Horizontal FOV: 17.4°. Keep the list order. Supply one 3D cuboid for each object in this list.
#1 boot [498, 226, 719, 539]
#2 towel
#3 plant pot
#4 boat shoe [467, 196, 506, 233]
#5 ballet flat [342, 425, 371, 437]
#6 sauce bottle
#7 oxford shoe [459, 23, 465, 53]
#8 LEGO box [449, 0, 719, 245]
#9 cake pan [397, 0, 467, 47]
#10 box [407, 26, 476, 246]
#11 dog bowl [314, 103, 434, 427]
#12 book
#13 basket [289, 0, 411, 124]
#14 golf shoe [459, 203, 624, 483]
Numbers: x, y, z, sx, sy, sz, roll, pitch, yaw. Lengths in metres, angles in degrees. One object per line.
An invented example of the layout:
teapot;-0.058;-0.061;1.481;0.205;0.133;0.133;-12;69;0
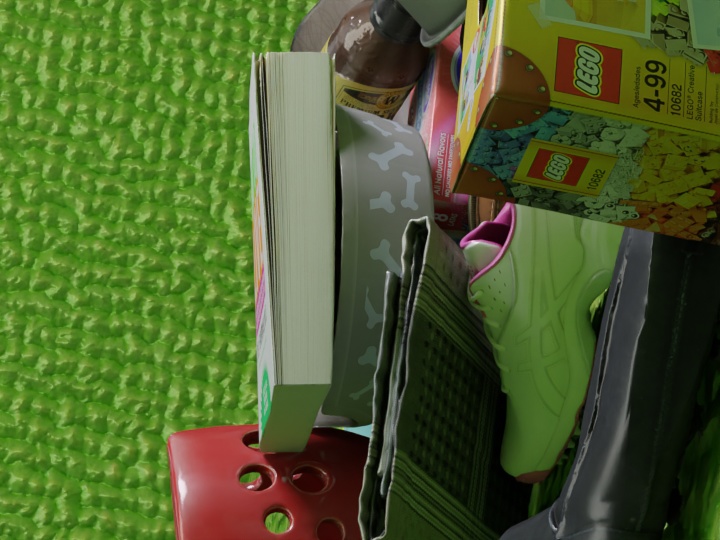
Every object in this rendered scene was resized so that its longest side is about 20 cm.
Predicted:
boot;0.116;0.066;1.093;0.165;0.065;0.201;-157;75;-75
towel;0.050;0.091;1.304;0.200;0.034;0.194;46;-132;-55
plant pot;-0.023;0.191;1.453;0.200;0.181;0.202;175;90;-82
boat shoe;0.109;-0.078;1.375;0.068;0.071;0.201;126;155;-77
ballet flat;0.026;0.094;1.622;0.067;0.066;0.201;79;-167;-46
sauce bottle;0.004;-0.129;1.491;0.200;0.064;0.065;124;157;-56
oxford shoe;0.126;-0.196;1.343;0.200;0.072;0.084;-53;12;17
LEGO box;0.124;-0.119;0.984;0.077;0.148;0.201;111;167;-57
cake pan;0.080;-0.218;1.318;0.201;0.037;0.200;-53;10;14
box;0.084;-0.095;1.491;0.095;0.102;0.201;111;169;-57
dog bowl;0.000;0.000;1.407;0.200;0.058;0.202;-176;90;-81
book;-0.041;-0.008;1.370;0.134;0.048;0.201;110;159;-68
basket;0.048;-0.106;1.647;0.201;0.179;0.136;-102;-6;-48
golf shoe;0.092;0.019;1.289;0.075;0.091;0.201;-104;25;-72
